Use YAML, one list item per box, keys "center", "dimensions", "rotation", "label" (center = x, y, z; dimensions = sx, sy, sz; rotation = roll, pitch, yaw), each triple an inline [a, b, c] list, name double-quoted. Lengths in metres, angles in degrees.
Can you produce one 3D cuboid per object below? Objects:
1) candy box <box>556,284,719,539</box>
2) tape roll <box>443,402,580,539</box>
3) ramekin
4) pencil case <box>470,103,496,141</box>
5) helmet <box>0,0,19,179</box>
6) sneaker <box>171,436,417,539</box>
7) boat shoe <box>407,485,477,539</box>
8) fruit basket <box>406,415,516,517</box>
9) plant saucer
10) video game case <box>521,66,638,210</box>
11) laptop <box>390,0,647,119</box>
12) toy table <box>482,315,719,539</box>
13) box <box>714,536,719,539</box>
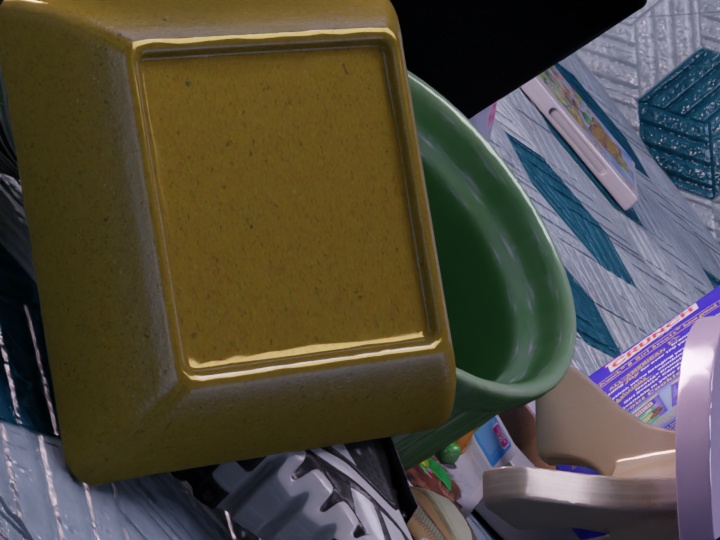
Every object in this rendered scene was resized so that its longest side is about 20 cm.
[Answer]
- center: [0.200, 0.089, 1.738]
  dimensions: [0.077, 0.169, 0.200]
  rotation: [51, 11, -13]
  label: "candy box"
- center: [0.080, 0.097, 1.766]
  dimensions: [0.203, 0.037, 0.203]
  rotation: [47, 12, -13]
  label: "tape roll"
- center: [0.000, 0.000, 1.407]
  dimensions: [0.200, 0.098, 0.201]
  rotation: [34, 33, -27]
  label: "ramekin"
- center: [0.030, -0.069, 1.685]
  dimensions: [0.201, 0.083, 0.091]
  rotation: [99, -28, -44]
  label: "pencil case"
- center: [-0.125, -0.133, 1.318]
  dimensions: [0.200, 0.200, 0.191]
  rotation: [50, 41, -2]
  label: "helmet"
- center: [-0.003, 0.109, 1.279]
  dimensions: [0.200, 0.066, 0.090]
  rotation: [50, 40, 4]
  label: "sneaker"
- center: [0.028, 0.158, 1.336]
  dimensions: [0.076, 0.072, 0.200]
  rotation: [29, 12, -31]
  label: "boat shoe"
- center: [0.009, 0.044, 1.531]
  dimensions: [0.185, 0.094, 0.200]
  rotation: [51, 15, 1]
  label: "fruit basket"
- center: [-0.041, -0.025, 1.220]
  dimensions: [0.199, 0.048, 0.201]
  rotation: [-7, 85, -37]
  label: "plant saucer"
- center: [0.232, -0.158, 3.163]
  dimensions: [0.182, 0.022, 0.200]
  rotation: [49, 12, -8]
  label: "video game case"
- center: [0.011, -0.161, 1.472]
  dimensions: [0.199, 0.116, 0.187]
  rotation: [18, -22, 29]
  label: "laptop"
- center: [0.151, 0.129, 1.551]
  dimensions: [0.184, 0.117, 0.201]
  rotation: [51, 36, -49]
  label: "toy table"
- center: [0.157, 0.225, 1.273]
  dimensions: [0.104, 0.148, 0.200]
  rotation: [42, 28, -21]
  label: "box"
